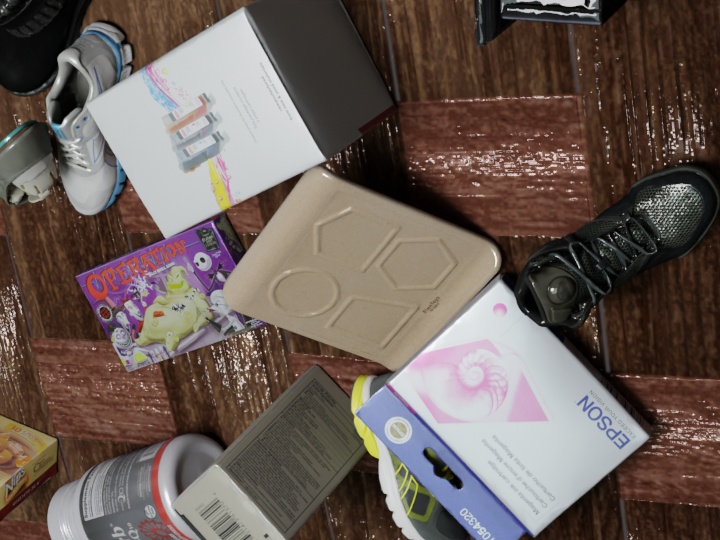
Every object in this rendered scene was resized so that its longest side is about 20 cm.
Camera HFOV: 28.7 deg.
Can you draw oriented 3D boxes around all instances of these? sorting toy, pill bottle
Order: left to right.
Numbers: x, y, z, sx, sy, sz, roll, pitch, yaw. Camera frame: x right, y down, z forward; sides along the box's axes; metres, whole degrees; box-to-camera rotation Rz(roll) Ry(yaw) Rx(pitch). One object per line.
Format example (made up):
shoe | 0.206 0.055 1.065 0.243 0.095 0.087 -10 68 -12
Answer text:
pill bottle | -0.237 0.254 1.525 0.200 0.116 0.116 -22 102 34
sorting toy | 0.000 0.000 1.292 0.200 0.037 0.185 24 128 -20

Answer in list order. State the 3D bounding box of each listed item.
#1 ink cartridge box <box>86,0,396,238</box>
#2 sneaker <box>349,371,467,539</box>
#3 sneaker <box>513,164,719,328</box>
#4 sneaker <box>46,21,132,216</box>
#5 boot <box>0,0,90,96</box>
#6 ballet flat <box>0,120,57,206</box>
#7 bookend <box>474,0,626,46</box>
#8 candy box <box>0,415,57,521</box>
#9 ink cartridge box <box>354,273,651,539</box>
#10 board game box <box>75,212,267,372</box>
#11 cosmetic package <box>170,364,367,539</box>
ink cartridge box | -0.105 -0.145 1.244 0.200 0.145 0.145 -22 102 35
sneaker | 0.062 0.185 1.359 0.085 0.074 0.200 -20 106 28
sneaker | 0.207 -0.011 1.165 0.199 0.114 0.076 -30 99 33
sneaker | -0.277 -0.138 1.375 0.075 0.087 0.200 17 122 18
boot | -0.329 -0.233 1.310 0.079 0.158 0.211 38 125 6
ballet flat | -0.327 -0.101 1.390 0.064 0.067 0.200 50 163 -9
bookend | 0.190 -0.271 1.059 0.198 0.092 0.200 9 118 24
candy box | -0.464 0.208 1.622 0.200 0.115 0.055 18 120 19
ink cartridge box | 0.126 0.140 1.286 0.196 0.043 0.200 45 104 1
board game box | -0.191 0.026 1.446 0.200 0.032 0.120 -20 99 34
cosmetic package | -0.079 0.192 1.360 0.103 0.200 0.087 48 127 1
